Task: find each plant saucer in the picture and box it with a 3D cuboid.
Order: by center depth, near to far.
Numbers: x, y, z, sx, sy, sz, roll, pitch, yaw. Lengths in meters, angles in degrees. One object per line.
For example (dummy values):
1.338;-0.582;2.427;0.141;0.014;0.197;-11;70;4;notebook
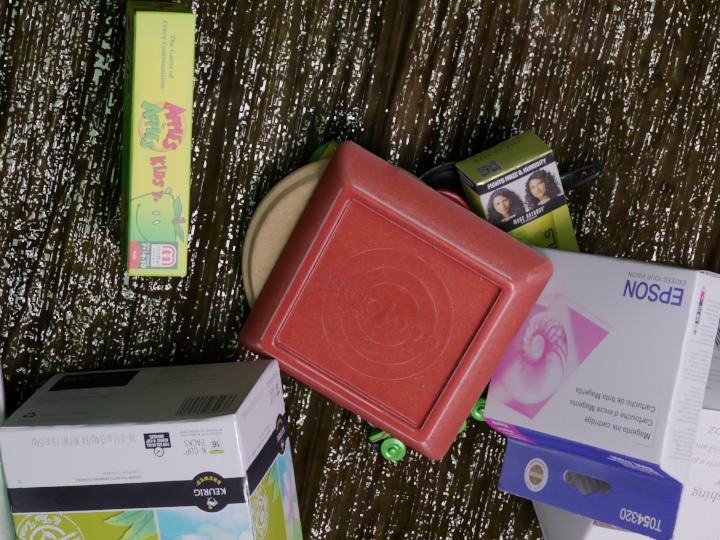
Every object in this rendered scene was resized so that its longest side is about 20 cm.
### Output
0.022;0.032;1.334;0.198;0.037;0.201;30;111;2;plant saucer

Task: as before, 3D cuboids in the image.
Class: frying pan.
0.104;-0.063;1.414;0.190;0.031;0.115;-44;117;-3;frying pan

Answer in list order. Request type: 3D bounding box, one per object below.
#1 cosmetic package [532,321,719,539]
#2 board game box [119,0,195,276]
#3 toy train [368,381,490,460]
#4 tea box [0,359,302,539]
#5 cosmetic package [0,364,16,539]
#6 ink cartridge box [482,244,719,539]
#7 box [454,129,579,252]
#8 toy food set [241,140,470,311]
0.254;0.146;1.396;0.163;0.166;0.202;10;122;-17;cosmetic package
-0.161;-0.106;1.314;0.047;0.102;0.203;1;103;-12;board game box
0.089;0.101;1.418;0.198;0.042;0.057;-26;107;18;toy train
-0.161;0.189;1.335;0.197;0.134;0.199;-5;106;13;tea box
-0.334;0.165;1.350;0.106;0.085;0.203;-8;103;-13;cosmetic package
0.179;0.089;1.288;0.043;0.195;0.203;15;86;-38;ink cartridge box
0.144;-0.012;1.404;0.075;0.050;0.202;-23;122;-8;box
0.000;0.000;1.375;0.199;0.049;0.199;36;110;0;toy food set
